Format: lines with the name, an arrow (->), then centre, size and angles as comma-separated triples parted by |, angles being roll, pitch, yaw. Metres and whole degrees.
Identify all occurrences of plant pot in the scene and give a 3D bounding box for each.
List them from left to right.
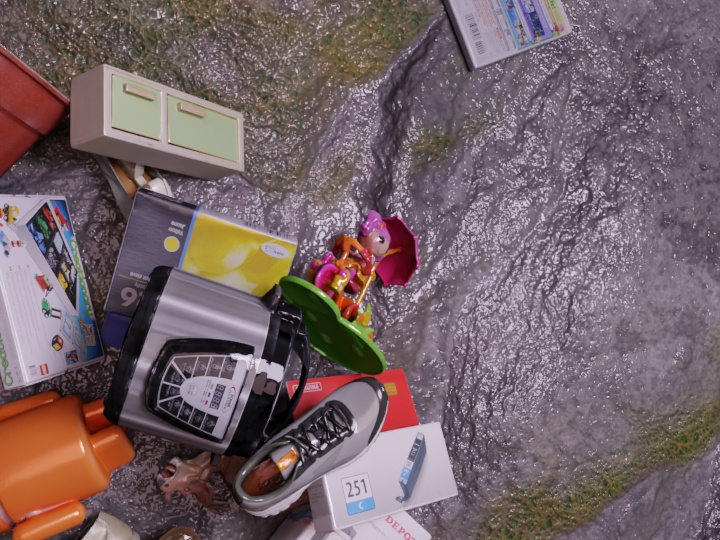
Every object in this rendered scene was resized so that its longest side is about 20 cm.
plant pot -> -0.444, -0.165, 0.705 | 0.200, 0.201, 0.196 | 39, 85, -10

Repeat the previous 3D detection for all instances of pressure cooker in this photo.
pressure cooker -> -0.154, 0.101, 0.716 | 0.197, 0.176, 0.181 | 21, 53, -14

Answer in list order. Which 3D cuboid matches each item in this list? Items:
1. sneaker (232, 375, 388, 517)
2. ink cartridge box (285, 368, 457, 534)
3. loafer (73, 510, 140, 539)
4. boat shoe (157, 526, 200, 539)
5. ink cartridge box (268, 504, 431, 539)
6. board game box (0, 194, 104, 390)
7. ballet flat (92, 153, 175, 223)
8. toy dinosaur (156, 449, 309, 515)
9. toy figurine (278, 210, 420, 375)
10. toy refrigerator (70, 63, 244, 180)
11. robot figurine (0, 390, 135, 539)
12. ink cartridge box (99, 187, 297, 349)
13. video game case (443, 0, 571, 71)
sneaker -> -0.050, 0.187, 0.703 | 0.199, 0.079, 0.074 | -39, 72, -8
ink cartridge box -> 0.016, 0.208, 0.816 | 0.198, 0.045, 0.179 | 1, 66, -39
loafer -> -0.351, 0.350, 0.753 | 0.199, 0.075, 0.069 | -35, 95, -25
boat shoe -> -0.266, 0.377, 0.753 | 0.072, 0.065, 0.200 | 47, 57, -1
ink cartridge box -> -0.031, 0.361, 0.835 | 0.148, 0.085, 0.200 | 44, 77, -10
board game box -> -0.361, 0.018, 0.742 | 0.034, 0.126, 0.204 | -13, 91, 17
ballet flat -> -0.268, -0.109, 0.802 | 0.067, 0.063, 0.202 | -36, 96, -42
toy dinosaur -> -0.132, 0.255, 0.805 | 0.198, 0.086, 0.137 | 32, 79, -3
toy figurine -> 0.000, 0.000, 0.836 | 0.185, 0.148, 0.201 | -58, 144, -24
toy refrigerator -> -0.223, -0.163, 0.763 | 0.199, 0.069, 0.077 | 7, 79, -54
robot figurine -> -0.357, 0.214, 0.734 | 0.197, 0.116, 0.146 | -20, 92, -16
ink cartridge box -> -0.197, 0.027, 0.798 | 0.195, 0.047, 0.203 | 16, 100, -14
video game case -> 0.204, -0.419, 0.987 | 0.180, 0.022, 0.203 | -23, 92, -16
